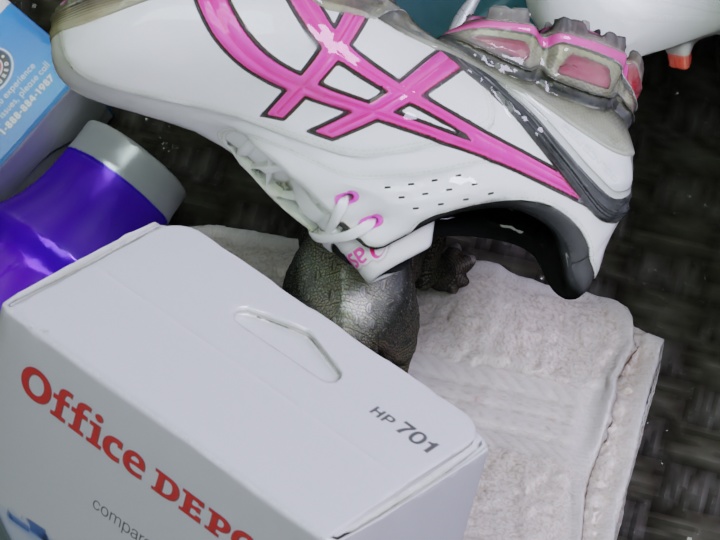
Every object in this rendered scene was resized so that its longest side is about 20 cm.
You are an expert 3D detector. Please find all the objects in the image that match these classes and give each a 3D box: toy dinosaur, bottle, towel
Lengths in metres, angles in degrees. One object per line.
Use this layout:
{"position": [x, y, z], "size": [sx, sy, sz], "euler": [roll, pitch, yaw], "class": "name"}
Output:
{"position": [0.000, 0.000, 1.032], "size": [0.077, 0.102, 0.201], "euler": [13, 59, 17], "class": "toy dinosaur"}
{"position": [-0.140, 0.037, 1.095], "size": [0.065, 0.084, 0.200], "euler": [29, 77, 32], "class": "bottle"}
{"position": [0.004, 0.055, 1.076], "size": [0.199, 0.035, 0.133], "euler": [9, 57, 13], "class": "towel"}

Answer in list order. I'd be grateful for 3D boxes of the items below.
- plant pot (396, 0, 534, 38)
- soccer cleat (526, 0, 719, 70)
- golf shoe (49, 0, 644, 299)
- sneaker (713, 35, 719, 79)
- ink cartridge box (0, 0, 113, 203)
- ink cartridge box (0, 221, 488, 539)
{"position": [-0.012, -0.173, 1.088], "size": [0.200, 0.200, 0.188], "euler": [-32, 60, -3], "class": "plant pot"}
{"position": [0.151, -0.124, 1.050], "size": [0.199, 0.069, 0.078], "euler": [-15, 115, -18], "class": "soccer cleat"}
{"position": [-0.004, -0.046, 0.959], "size": [0.199, 0.073, 0.093], "euler": [10, 78, -12], "class": "golf shoe"}
{"position": [0.178, -0.052, 1.046], "size": [0.075, 0.106, 0.200], "euler": [-44, 52, 9], "class": "sneaker"}
{"position": [-0.208, -0.087, 1.140], "size": [0.200, 0.067, 0.116], "euler": [40, 85, 13], "class": "ink cartridge box"}
{"position": [-0.056, 0.110, 0.979], "size": [0.146, 0.201, 0.086], "euler": [33, 40, 26], "class": "ink cartridge box"}
